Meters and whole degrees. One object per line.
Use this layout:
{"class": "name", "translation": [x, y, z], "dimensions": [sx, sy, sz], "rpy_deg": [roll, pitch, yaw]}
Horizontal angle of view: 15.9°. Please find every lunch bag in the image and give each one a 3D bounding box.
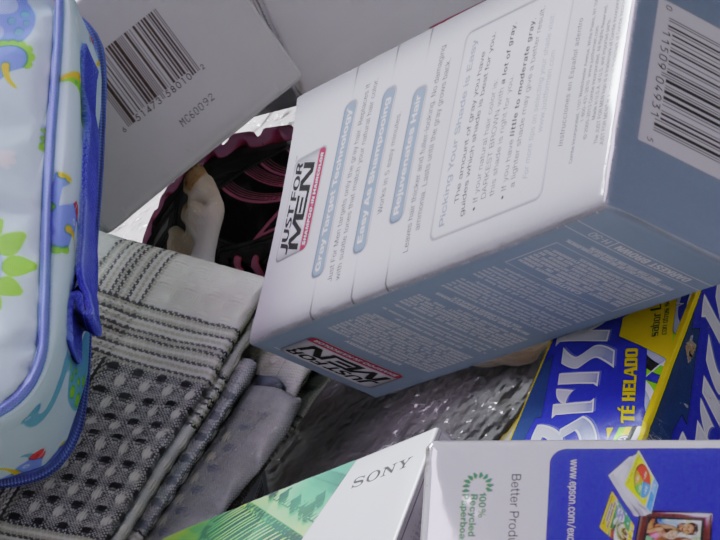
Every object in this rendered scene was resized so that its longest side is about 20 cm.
{"class": "lunch bag", "translation": [-0.168, -0.020, 0.917], "dimensions": [0.159, 0.083, 0.201], "rpy_deg": [-4, 66, 6]}

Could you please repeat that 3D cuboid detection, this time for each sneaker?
{"class": "sneaker", "translation": [-0.014, -0.017, 1.095], "dimensions": [0.199, 0.079, 0.096], "rpy_deg": [-28, 40, 25]}

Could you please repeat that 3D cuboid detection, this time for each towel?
{"class": "towel", "translation": [-0.132, 0.057, 0.941], "dimensions": [0.199, 0.035, 0.193], "rpy_deg": [19, 52, 22]}

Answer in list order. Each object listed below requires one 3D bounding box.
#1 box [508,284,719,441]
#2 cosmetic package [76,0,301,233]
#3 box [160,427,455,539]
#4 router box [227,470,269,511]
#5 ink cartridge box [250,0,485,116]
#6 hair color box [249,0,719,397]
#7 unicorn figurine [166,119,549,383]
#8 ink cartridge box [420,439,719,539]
{"class": "box", "translation": [0.104, 0.038, 0.847], "dimensions": [0.064, 0.070, 0.201], "rpy_deg": [-21, 31, 41]}
{"class": "cosmetic package", "translation": [-0.114, -0.081, 1.093], "dimensions": [0.107, 0.085, 0.200], "rpy_deg": [-40, 12, -12]}
{"class": "box", "translation": [-0.043, 0.148, 0.775], "dimensions": [0.144, 0.036, 0.201], "rpy_deg": [-26, 29, 40]}
{"class": "router box", "translation": [-0.135, 0.134, 0.931], "dimensions": [0.156, 0.052, 0.201], "rpy_deg": [8, 48, 13]}
{"class": "ink cartridge box", "translation": [-0.009, -0.133, 1.156], "dimensions": [0.147, 0.086, 0.200], "rpy_deg": [-28, 6, -15]}
{"class": "hair color box", "translation": [0.046, -0.031, 0.858], "dimensions": [0.200, 0.060, 0.100], "rpy_deg": [-21, 52, 53]}
{"class": "unicorn figurine", "translation": [0.000, 0.000, 1.011], "dimensions": [0.200, 0.074, 0.138], "rpy_deg": [-36, 66, 25]}
{"class": "ink cartridge box", "translation": [0.113, 0.094, 0.711], "dimensions": [0.198, 0.037, 0.095], "rpy_deg": [-2, 56, 12]}
